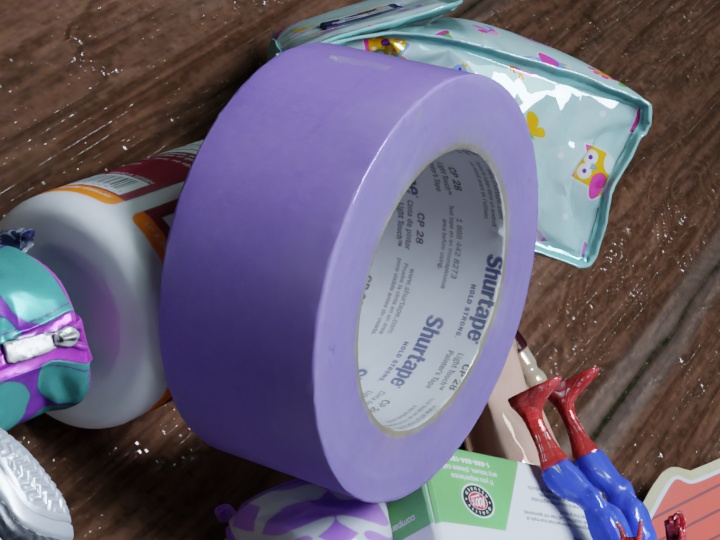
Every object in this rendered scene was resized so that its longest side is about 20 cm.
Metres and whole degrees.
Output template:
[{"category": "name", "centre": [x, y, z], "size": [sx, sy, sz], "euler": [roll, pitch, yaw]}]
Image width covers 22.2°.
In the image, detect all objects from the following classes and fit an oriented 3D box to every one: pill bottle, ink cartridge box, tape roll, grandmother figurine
[{"category": "pill bottle", "centre": [-0.081, -0.004, 0.908], "size": [0.200, 0.113, 0.113], "euler": [-25, 82, -53]}, {"category": "ink cartridge box", "centre": [0.073, 0.202, 0.939], "size": [0.145, 0.084, 0.200], "euler": [16, 51, -42]}, {"category": "tape roll", "centre": [0.000, 0.000, 0.850], "size": [0.200, 0.085, 0.200], "euler": [-33, 131, -50]}, {"category": "grandmother figurine", "centre": [0.071, 0.046, 1.087], "size": [0.121, 0.061, 0.200], "euler": [45, 24, -61]}]

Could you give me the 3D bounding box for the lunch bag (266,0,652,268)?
[{"category": "lunch bag", "centre": [0.042, -0.095, 1.046], "size": [0.200, 0.122, 0.170], "euler": [19, 10, -10]}]

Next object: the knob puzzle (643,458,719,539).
[{"category": "knob puzzle", "centre": [0.243, 0.190, 1.103], "size": [0.220, 0.030, 0.220], "euler": [4, 50, -5]}]

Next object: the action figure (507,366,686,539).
[{"category": "action figure", "centre": [0.143, 0.147, 0.954], "size": [0.065, 0.052, 0.200], "euler": [-5, 69, -58]}]

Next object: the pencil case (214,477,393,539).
[{"category": "pencil case", "centre": [-0.015, 0.191, 0.859], "size": [0.085, 0.084, 0.200], "euler": [-6, 59, -11]}]

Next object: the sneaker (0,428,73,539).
[{"category": "sneaker", "centre": [-0.136, 0.162, 0.696], "size": [0.115, 0.075, 0.200], "euler": [-43, 106, -41]}]

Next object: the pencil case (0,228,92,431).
[{"category": "pencil case", "centre": [-0.200, 0.052, 0.753], "size": [0.200, 0.092, 0.085], "euler": [-30, 107, -51]}]
